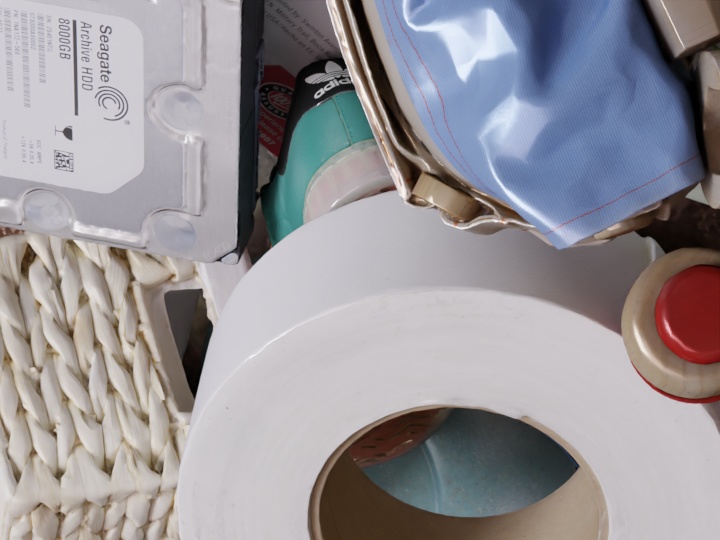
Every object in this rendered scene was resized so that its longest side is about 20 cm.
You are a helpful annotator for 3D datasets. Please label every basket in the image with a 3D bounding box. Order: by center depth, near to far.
[{"bbox_3d":[-0.112,0.078,0.979,0.200,0.123,0.136,111,145,-56],"label":"basket"}]

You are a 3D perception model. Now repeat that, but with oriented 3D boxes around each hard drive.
[{"bbox_3d":[-0.135,-0.080,0.854,0.199,0.038,0.140,10,129,7],"label":"hard drive"}]

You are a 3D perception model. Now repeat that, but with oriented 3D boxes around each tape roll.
[{"bbox_3d":[0.037,0.070,0.825,0.201,0.071,0.203,3,123,4],"label":"tape roll"}]

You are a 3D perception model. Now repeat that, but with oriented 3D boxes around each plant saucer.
[{"bbox_3d":[-0.001,0.083,1.019,0.200,0.039,0.202,15,118,30],"label":"plant saucer"}]

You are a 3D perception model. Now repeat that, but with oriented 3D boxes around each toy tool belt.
[{"bbox_3d":[0.067,-0.055,0.698,0.124,0.123,0.201,-28,80,-4],"label":"toy tool belt"}]

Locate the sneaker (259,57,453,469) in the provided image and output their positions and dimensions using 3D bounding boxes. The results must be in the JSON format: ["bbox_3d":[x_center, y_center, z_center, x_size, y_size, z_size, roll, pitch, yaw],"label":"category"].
[{"bbox_3d":[0.000,0.000,0.907,0.200,0.071,0.080,94,161,-51],"label":"sneaker"}]

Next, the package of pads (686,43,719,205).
[{"bbox_3d":[0.182,-0.101,0.768,0.154,0.068,0.201,20,121,6],"label":"package of pads"}]

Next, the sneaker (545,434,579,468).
[{"bbox_3d":[0.107,0.050,0.894,0.199,0.071,0.083,38,168,17],"label":"sneaker"}]

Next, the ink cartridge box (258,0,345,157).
[{"bbox_3d":[0.002,-0.140,0.852,0.200,0.084,0.145,-23,128,39],"label":"ink cartridge box"}]
